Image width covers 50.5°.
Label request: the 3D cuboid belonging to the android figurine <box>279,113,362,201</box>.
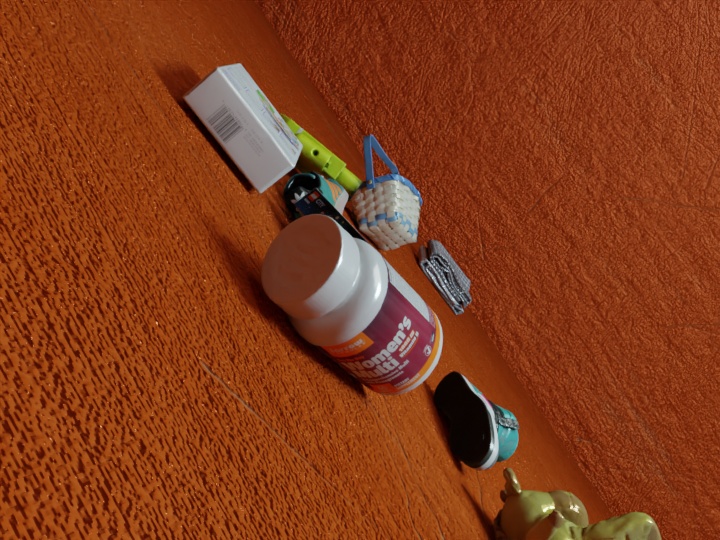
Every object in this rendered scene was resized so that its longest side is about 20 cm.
[{"bbox_3d":[-0.086,-0.188,1.245,0.199,0.041,0.182,37,-4,-5],"label":"android figurine"}]

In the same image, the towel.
[{"bbox_3d":[0.250,0.013,2.226,0.201,0.085,0.166,52,10,-13],"label":"towel"}]

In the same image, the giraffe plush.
[{"bbox_3d":[0.223,0.315,0.873,0.196,0.176,0.162,15,8,-13],"label":"giraffe plush"}]

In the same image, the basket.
[{"bbox_3d":[0.049,-0.160,1.591,0.176,0.137,0.204,40,46,-56],"label":"basket"}]

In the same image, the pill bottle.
[{"bbox_3d":[-0.005,0.037,0.749,0.200,0.109,0.110,44,13,-47],"label":"pill bottle"}]

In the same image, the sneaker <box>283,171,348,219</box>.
[{"bbox_3d":[-0.067,-0.113,1.104,0.080,0.071,0.200,55,10,-16],"label":"sneaker"}]

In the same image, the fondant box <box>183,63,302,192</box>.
[{"bbox_3d":[-0.144,-0.190,0.989,0.145,0.058,0.200,52,10,-14],"label":"fondant box"}]

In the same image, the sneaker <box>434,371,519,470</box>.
[{"bbox_3d":[0.175,0.232,1.062,0.120,0.084,0.201,40,12,-19],"label":"sneaker"}]

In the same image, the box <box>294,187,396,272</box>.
[{"bbox_3d":[0.000,0.000,0.946,0.200,0.037,0.137,48,-8,44],"label":"box"}]
